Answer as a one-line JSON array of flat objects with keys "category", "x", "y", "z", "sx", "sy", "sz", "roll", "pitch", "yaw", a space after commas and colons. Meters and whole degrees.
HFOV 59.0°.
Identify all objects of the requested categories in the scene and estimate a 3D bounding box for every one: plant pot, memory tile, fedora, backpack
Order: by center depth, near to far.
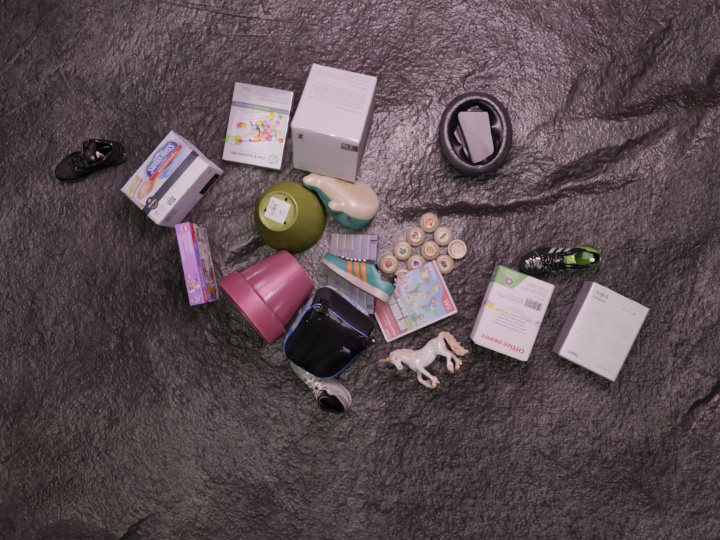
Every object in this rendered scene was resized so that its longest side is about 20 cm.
[{"category": "plant pot", "x": -0.185, "y": -0.136, "z": 1.557, "sx": 0.185, "sy": 0.200, "sz": 0.189, "roll": 0, "pitch": 91, "yaw": 3}, {"category": "backpack", "x": -0.079, "y": 0.154, "z": 1.566, "sx": 0.182, "sy": 0.147, "sz": 0.200, "roll": 35, "pitch": 119, "yaw": -9}, {"category": "plant pot", "x": -0.221, "y": 0.052, "z": 1.576, "sx": 0.179, "sy": 0.200, "sz": 0.200, "roll": -41, "pitch": 89, "yaw": -13}, {"category": "fedora", "x": 0.282, "y": -0.336, "z": 1.586, "sx": 0.199, "sy": 0.092, "sz": 0.203, "roll": 0, "pitch": 90, "yaw": 3}, {"category": "memory tile", "x": 0.161, "y": -0.034, "z": 1.633, "sx": 0.153, "sy": 0.017, "sz": 0.200, "roll": 44, "pitch": 92, "yaw": 1}]

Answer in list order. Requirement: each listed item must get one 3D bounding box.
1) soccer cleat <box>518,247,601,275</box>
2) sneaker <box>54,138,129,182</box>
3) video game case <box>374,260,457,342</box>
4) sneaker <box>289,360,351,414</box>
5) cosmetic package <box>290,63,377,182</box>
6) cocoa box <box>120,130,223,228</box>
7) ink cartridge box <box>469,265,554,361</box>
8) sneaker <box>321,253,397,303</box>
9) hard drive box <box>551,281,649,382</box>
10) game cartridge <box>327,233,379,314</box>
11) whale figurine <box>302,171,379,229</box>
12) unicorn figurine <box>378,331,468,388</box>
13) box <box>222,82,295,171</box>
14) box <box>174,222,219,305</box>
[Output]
[{"category": "soccer cleat", "x": 0.497, "y": -0.028, "z": 1.584, "sx": 0.198, "sy": 0.081, "sz": 0.068, "roll": -7, "pitch": 90, "yaw": 3}, {"category": "sneaker", "x": -0.706, "y": -0.286, "z": 1.625, "sx": 0.198, "sy": 0.114, "sz": 0.077, "roll": -16, "pitch": 88, "yaw": 5}, {"category": "video game case", "x": 0.127, "y": 0.079, "z": 1.617, "sx": 0.199, "sy": 0.017, "sz": 0.144, "roll": -25, "pitch": 89, "yaw": 13}, {"category": "sneaker", "x": -0.103, "y": 0.282, "z": 1.599, "sx": 0.200, "sy": 0.115, "sz": 0.076, "roll": 43, "pitch": 92, "yaw": 2}, {"category": "cosmetic package", "x": -0.062, "y": -0.353, "z": 1.532, "sx": 0.163, "sy": 0.165, "sz": 0.201, "roll": 14, "pitch": 64, "yaw": 3}, {"category": "cocoa box", "x": -0.471, "y": -0.226, "z": 1.603, "sx": 0.131, "sy": 0.133, "sz": 0.200, "roll": 42, "pitch": 92, "yaw": 3}, {"category": "ink cartridge box", "x": 0.375, "y": 0.105, "z": 1.590, "sx": 0.144, "sy": 0.084, "sz": 0.201, "roll": 20, "pitch": 91, "yaw": 3}, {"category": "sneaker", "x": 0.000, "y": 0.000, "z": 1.573, "sx": 0.199, "sy": 0.071, "sz": 0.080, "roll": 30, "pitch": 84, "yaw": 12}, {"category": "hard drive box", "x": 0.594, "y": 0.150, "z": 1.583, "sx": 0.155, "sy": 0.077, "sz": 0.201, "roll": 26, "pitch": 91, "yaw": 2}, {"category": "game cartridge", "x": -0.020, "y": 0.007, "z": 1.624, "sx": 0.129, "sy": 0.038, "sz": 0.202, "roll": 4, "pitch": 91, "yaw": 18}, {"category": "whale figurine", "x": -0.054, "y": -0.176, "z": 1.590, "sx": 0.199, "sy": 0.159, "sz": 0.104, "roll": 27, "pitch": 126, "yaw": -1}, {"category": "unicorn figurine", "x": 0.163, "y": 0.229, "z": 1.615, "sx": 0.199, "sy": 0.074, "sz": 0.138, "roll": -36, "pitch": 79, "yaw": -11}, {"category": "box", "x": -0.261, "y": -0.369, "z": 1.638, "sx": 0.155, "sy": 0.041, "sz": 0.202, "roll": 11, "pitch": 92, "yaw": 3}, {"category": "box", "x": -0.409, "y": -0.017, "z": 1.601, "sx": 0.039, "sy": 0.137, "sz": 0.202, "roll": -11, "pitch": 90, "yaw": 3}]
